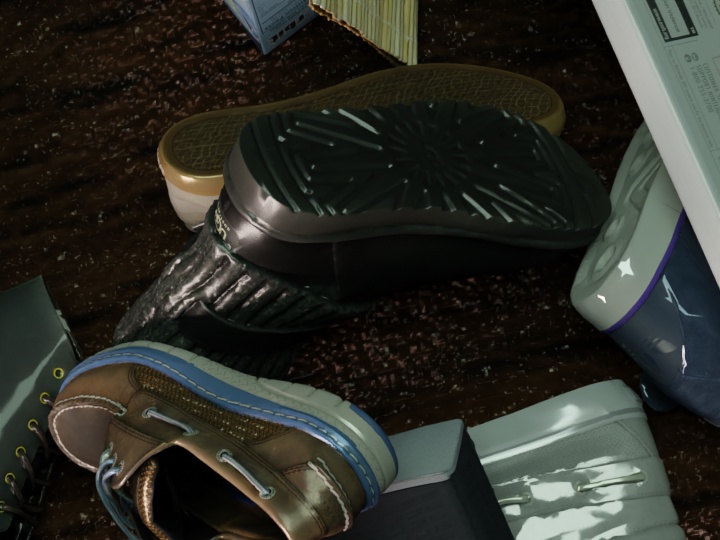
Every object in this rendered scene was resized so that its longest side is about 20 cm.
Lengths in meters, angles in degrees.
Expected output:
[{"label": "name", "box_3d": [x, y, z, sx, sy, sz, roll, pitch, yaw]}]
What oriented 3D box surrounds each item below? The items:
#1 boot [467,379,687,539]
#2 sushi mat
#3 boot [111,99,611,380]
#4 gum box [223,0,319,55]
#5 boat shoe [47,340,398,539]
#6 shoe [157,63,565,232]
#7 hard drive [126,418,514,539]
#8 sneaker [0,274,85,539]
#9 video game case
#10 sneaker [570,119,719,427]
[{"label": "boot", "box_3d": [0.050, 0.128, 1.314, 0.199, 0.074, 0.096, -21, 73, 0]}, {"label": "sushi mat", "box_3d": [0.009, -0.206, 1.411, 0.012, 0.096, 0.201, -7, 70, 33]}, {"label": "boot", "box_3d": [-0.001, -0.002, 1.332, 0.210, 0.158, 0.080, 2, 49, -29]}, {"label": "gum box", "box_3d": [-0.089, -0.211, 1.361, 0.044, 0.200, 0.170, -36, 74, -6]}, {"label": "boat shoe", "box_3d": [-0.078, 0.082, 1.249, 0.199, 0.072, 0.072, 3, 40, 46]}, {"label": "shoe", "box_3d": [0.002, -0.056, 1.390, 0.199, 0.054, 0.070, -8, 40, -3]}, {"label": "hard drive", "box_3d": [-0.023, 0.160, 1.280, 0.199, 0.042, 0.135, -22, 100, 11]}, {"label": "sneaker", "box_3d": [-0.165, 0.099, 1.336, 0.106, 0.075, 0.201, -21, 72, -1]}, {"label": "video game case", "box_3d": [0.201, -0.083, 1.329, 0.181, 0.023, 0.201, -15, 77, -39]}, {"label": "sneaker", "box_3d": [0.194, -0.012, 1.356, 0.146, 0.081, 0.200, 36, 57, -11]}]
